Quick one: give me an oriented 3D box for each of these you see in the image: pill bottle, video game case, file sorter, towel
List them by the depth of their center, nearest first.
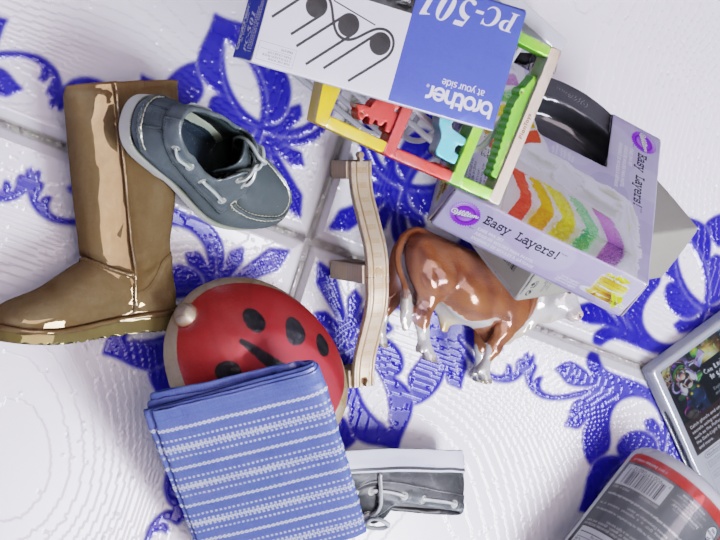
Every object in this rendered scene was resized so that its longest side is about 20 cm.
[{"bbox_3d":[-0.082,0.158,1.532,0.144,0.024,0.201,-13,129,1],"label":"towel"},{"bbox_3d":[0.040,-0.182,1.544,0.139,0.200,0.125,38,81,-24],"label":"file sorter"},{"bbox_3d":[0.239,0.270,1.728,0.200,0.116,0.116,-49,113,-15],"label":"pill bottle"},{"bbox_3d":[0.383,0.120,1.843,0.199,0.023,0.183,-33,108,-21],"label":"video game case"}]

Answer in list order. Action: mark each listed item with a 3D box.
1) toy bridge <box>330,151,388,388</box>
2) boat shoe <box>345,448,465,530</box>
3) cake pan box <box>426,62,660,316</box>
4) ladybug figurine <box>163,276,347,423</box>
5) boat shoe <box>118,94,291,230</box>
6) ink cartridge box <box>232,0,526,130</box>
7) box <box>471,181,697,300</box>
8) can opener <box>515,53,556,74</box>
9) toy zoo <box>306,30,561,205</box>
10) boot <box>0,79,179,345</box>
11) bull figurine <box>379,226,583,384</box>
[{"bbox_3d":[0.000,0.000,1.609,0.027,0.067,0.201,-3,96,-27],"label":"toy bridge"},{"bbox_3d":[0.004,0.189,1.623,0.198,0.073,0.069,4,78,-37],"label":"boat shoe"},{"bbox_3d":[0.159,-0.078,1.580,0.183,0.052,0.201,28,42,-11],"label":"cake pan box"},{"bbox_3d":[-0.078,0.082,1.550,0.200,0.072,0.136,35,75,-41],"label":"ladybug figurine"},{"bbox_3d":[-0.109,-0.082,1.517,0.200,0.062,0.073,34,66,-49],"label":"boat shoe"},{"bbox_3d":[0.015,-0.173,1.379,0.199,0.044,0.095,14,95,-24],"label":"ink cartridge box"},{"bbox_3d":[0.197,-0.033,1.665,0.199,0.082,0.069,-6,139,-41],"label":"box"},{"bbox_3d":[0.126,-0.131,1.682,0.066,0.053,0.201,15,84,7],"label":"can opener"},{"bbox_3d":[0.044,-0.146,1.432,0.199,0.020,0.132,22,90,-24],"label":"toy zoo"},{"bbox_3d":[-0.219,-0.048,1.497,0.174,0.066,0.201,-7,98,-39],"label":"boot"},{"bbox_3d":[0.101,0.031,1.665,0.199,0.065,0.122,21,85,-27],"label":"bull figurine"}]
